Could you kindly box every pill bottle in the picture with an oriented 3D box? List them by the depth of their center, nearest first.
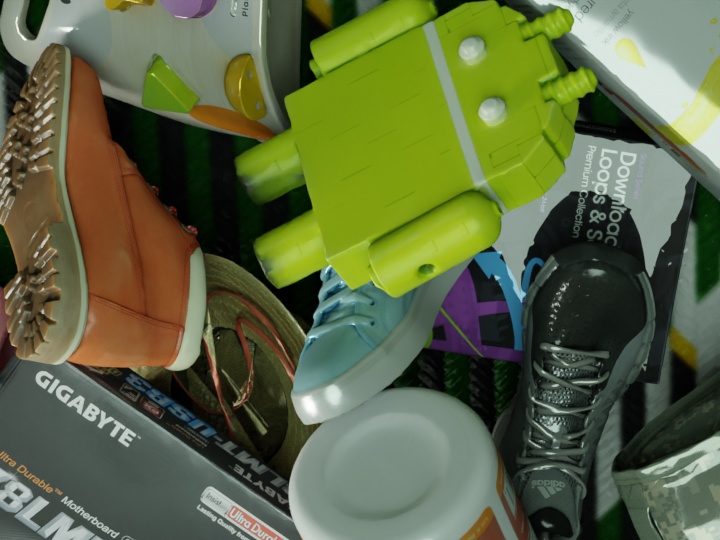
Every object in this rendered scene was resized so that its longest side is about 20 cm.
[{"bbox_3d":[0.042,0.163,1.455,0.112,0.112,0.200,-16,136,8],"label":"pill bottle"}]

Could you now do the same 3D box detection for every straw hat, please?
[{"bbox_3d":[-0.062,0.068,1.561,0.201,0.085,0.202,17,119,33],"label":"straw hat"}]

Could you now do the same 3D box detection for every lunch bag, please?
[{"bbox_3d":[0.242,0.133,1.505,0.200,0.117,0.164,-34,105,-32],"label":"lunch bag"}]

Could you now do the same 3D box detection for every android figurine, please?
[{"bbox_3d":[0.030,-0.070,1.418,0.200,0.182,0.041,-26,138,15],"label":"android figurine"}]

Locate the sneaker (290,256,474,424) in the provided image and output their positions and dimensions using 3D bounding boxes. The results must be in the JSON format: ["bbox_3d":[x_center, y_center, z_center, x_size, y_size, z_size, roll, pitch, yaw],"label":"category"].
[{"bbox_3d":[0.000,0.000,1.457,0.074,0.200,0.082,-26,111,38],"label":"sneaker"}]

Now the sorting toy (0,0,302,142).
[{"bbox_3d":[-0.118,-0.166,1.511,0.180,0.107,0.201,8,108,21],"label":"sorting toy"}]

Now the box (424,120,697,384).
[{"bbox_3d":[0.086,-0.020,1.558,0.199,0.036,0.143,8,107,-1],"label":"box"}]

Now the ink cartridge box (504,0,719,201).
[{"bbox_3d":[0.197,-0.139,1.477,0.200,0.083,0.145,41,89,-9],"label":"ink cartridge box"}]

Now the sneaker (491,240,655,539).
[{"bbox_3d":[0.116,0.087,1.512,0.075,0.116,0.200,11,133,-1],"label":"sneaker"}]

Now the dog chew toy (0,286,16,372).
[{"bbox_3d":[-0.295,0.049,1.563,0.199,0.125,0.125,5,107,10],"label":"dog chew toy"}]

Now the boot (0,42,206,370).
[{"bbox_3d":[-0.139,-0.031,1.483,0.107,0.200,0.075,10,144,-28],"label":"boot"}]

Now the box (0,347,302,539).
[{"bbox_3d":[-0.148,0.158,1.502,0.200,0.050,0.199,35,111,-4],"label":"box"}]
